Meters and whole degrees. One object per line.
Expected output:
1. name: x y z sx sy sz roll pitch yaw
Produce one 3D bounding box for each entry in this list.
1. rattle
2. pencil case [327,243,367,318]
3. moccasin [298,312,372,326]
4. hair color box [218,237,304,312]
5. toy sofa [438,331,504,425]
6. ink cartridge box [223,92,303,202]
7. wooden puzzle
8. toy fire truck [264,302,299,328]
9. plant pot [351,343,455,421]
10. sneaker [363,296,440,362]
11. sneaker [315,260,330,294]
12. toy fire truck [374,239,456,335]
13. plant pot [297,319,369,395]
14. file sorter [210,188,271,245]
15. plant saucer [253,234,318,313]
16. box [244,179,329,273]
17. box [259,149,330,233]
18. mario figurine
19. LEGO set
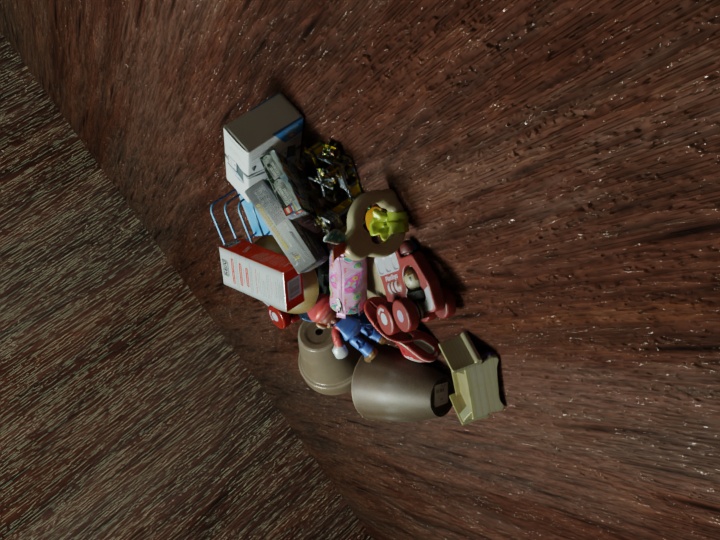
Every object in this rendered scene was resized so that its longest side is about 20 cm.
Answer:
1. rattle: -0.018 -0.071 1.388 0.143 0.200 0.130 21 141 46
2. pencil case: -0.029 0.011 1.624 0.087 0.087 0.200 38 144 32
3. moccasin: -0.054 0.102 1.819 0.200 0.081 0.068 14 146 -5
4. hair color box: -0.217 0.007 1.633 0.200 0.061 0.102 21 127 33
5. toy sofa: 0.230 0.221 1.540 0.083 0.097 0.200 -114 5 -47
6. ink cartridge box: -0.203 -0.253 1.559 0.086 0.146 0.200 47 158 15
7. wooden puzzle: 0.000 0.000 1.705 0.185 0.037 0.200 38 150 29
8. toy fire truck: -0.206 0.035 1.863 0.168 0.112 0.200 32 142 37
9. plant pot: 0.114 0.276 1.744 0.200 0.187 0.187 5 130 44
10. sneaker: 0.080 0.146 1.687 0.200 0.078 0.116 42 159 4
11. sneaker: -0.094 0.021 1.894 0.091 0.076 0.200 49 150 27
12. toy fire truck: 0.094 0.029 1.477 0.200 0.112 0.168 -23 85 67
13. plant pot: -0.080 0.194 1.914 0.200 0.200 0.175 38 163 32
14. file sorter: -0.230 -0.123 1.749 0.200 0.123 0.139 0 120 37
15. plant saucer: -0.185 0.017 1.689 0.200 0.035 0.201 18 125 28
16. box: -0.148 -0.092 1.552 0.200 0.048 0.158 56 -171 1
17. box: -0.133 -0.159 1.552 0.137 0.040 0.200 64 -170 13
18. mario figurine: -0.037 0.125 1.738 0.200 0.123 0.106 36 131 2
19. LEGO set: -0.072 -0.149 1.496 0.154 0.116 0.200 35 153 38
